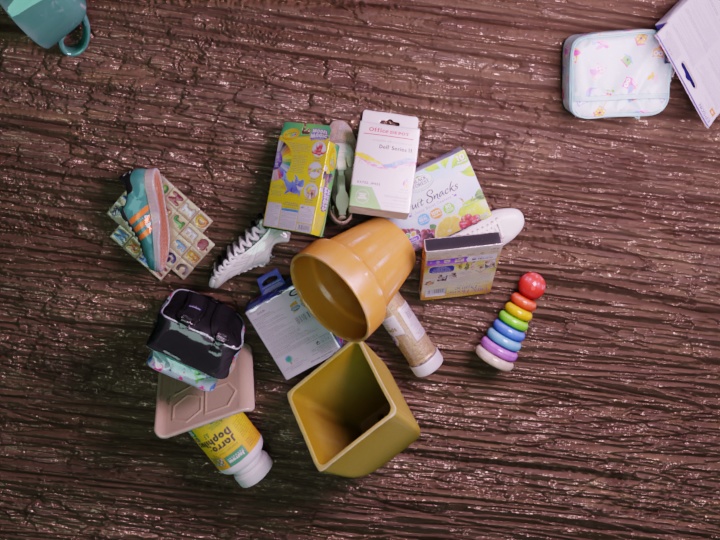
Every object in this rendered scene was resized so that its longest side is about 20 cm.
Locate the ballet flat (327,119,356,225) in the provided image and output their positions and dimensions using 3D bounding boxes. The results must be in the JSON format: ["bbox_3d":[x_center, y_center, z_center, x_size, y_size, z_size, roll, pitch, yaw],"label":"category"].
[{"bbox_3d":[-0.035,-0.182,1.568,0.067,0.067,0.202,-4,107,-1],"label":"ballet flat"}]

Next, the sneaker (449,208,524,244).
[{"bbox_3d":[0.231,-0.057,1.601,0.198,0.085,0.073,-25,104,5],"label":"sneaker"}]

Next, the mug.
[{"bbox_3d":[-0.548,-0.480,1.442,0.114,0.185,0.153,-36,81,4],"label":"mug"}]

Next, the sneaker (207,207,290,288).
[{"bbox_3d":[-0.220,-0.029,1.614,0.200,0.075,0.081,-43,112,12],"label":"sneaker"}]

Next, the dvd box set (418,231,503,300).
[{"bbox_3d":[0.187,-0.006,1.571,0.145,0.030,0.201,-6,152,-1],"label":"dvd box set"}]

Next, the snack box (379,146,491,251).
[{"bbox_3d":[0.134,-0.132,1.593,0.198,0.053,0.143,-25,104,7],"label":"snack box"}]

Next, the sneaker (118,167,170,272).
[{"bbox_3d":[-0.418,-0.096,1.587,0.079,0.071,0.202,-2,102,5],"label":"sneaker"}]

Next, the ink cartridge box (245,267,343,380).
[{"bbox_3d":[-0.138,0.096,1.647,0.135,0.076,0.201,-28,107,7],"label":"ink cartridge box"}]

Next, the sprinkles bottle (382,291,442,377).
[{"bbox_3d":[0.090,0.118,1.661,0.068,0.068,0.201,-31,104,9],"label":"sprinkles bottle"}]

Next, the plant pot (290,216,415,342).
[{"bbox_3d":[0.000,0.000,1.546,0.183,0.199,0.201,-41,107,-29],"label":"plant pot"}]

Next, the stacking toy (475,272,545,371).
[{"bbox_3d":[0.313,0.098,1.655,0.085,0.085,0.201,26,101,-8],"label":"stacking toy"}]

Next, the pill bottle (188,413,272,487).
[{"bbox_3d":[-0.273,0.347,1.703,0.112,0.113,0.201,-32,105,9],"label":"pill bottle"}]

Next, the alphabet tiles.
[{"bbox_3d":[-0.394,-0.082,1.626,0.200,0.006,0.166,42,102,-12],"label":"alphabet tiles"}]

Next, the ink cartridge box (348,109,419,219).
[{"bbox_3d":[0.046,-0.204,1.522,0.116,0.067,0.202,7,82,0],"label":"ink cartridge box"}]

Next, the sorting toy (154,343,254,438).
[{"bbox_3d":[-0.308,0.241,1.641,0.198,0.186,0.037,-16,129,3],"label":"sorting toy"}]

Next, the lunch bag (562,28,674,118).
[{"bbox_3d":[0.475,-0.358,1.515,0.197,0.077,0.162,-3,107,0],"label":"lunch bag"}]

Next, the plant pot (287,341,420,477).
[{"bbox_3d":[0.008,0.293,1.644,0.194,0.196,0.200,-39,140,10],"label":"plant pot"}]

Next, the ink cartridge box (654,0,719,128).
[{"bbox_3d":[0.608,-0.384,1.475,0.200,0.040,0.200,-43,106,-26],"label":"ink cartridge box"}]

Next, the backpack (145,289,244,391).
[{"bbox_3d":[-0.315,0.127,1.592,0.176,0.200,0.151,25,110,-12],"label":"backpack"}]

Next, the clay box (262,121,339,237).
[{"bbox_3d":[-0.108,-0.171,1.536,0.114,0.047,0.202,11,88,28],"label":"clay box"}]
